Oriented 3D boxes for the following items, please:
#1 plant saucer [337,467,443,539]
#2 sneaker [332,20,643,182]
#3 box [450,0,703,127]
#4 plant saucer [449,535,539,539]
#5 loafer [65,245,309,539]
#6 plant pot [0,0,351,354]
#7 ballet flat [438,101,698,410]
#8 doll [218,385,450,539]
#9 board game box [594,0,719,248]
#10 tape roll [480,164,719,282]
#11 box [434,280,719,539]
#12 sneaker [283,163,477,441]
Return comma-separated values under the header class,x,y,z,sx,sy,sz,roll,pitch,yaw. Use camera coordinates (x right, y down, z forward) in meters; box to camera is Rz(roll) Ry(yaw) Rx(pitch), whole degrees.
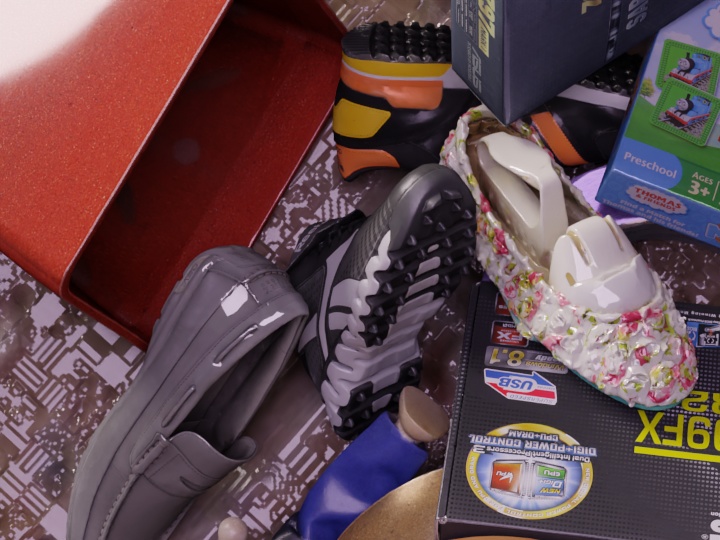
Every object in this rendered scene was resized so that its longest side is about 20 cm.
class,x,y,z,sx,sy,sz,roll,pitch,yaw
plant saucer,0.071,0.189,1.404,0.199,0.035,0.201,-2,114,-4
sneaker,0.082,-0.073,1.485,0.199,0.070,0.090,8,114,-4
box,0.116,-0.175,1.338,0.157,0.200,0.051,-32,62,-17
plant saucer,0.072,0.189,1.332,0.199,0.201,0.038,6,46,5
loafer,-0.089,0.084,1.440,0.070,0.070,0.201,38,113,32
plant pot,-0.141,-0.092,1.440,0.176,0.200,0.200,28,85,18
ballet flat,0.095,-0.012,1.373,0.075,0.064,0.200,-21,47,-25
doll,-0.009,0.158,1.430,0.136,0.048,0.200,38,109,-8
board game box,0.219,-0.096,1.440,0.151,0.037,0.201,21,59,0
tape roll,0.156,0.045,1.455,0.199,0.066,0.201,0,83,4
box,0.142,0.084,1.352,0.199,0.044,0.161,6,44,6
sneaker,0.000,0.000,1.421,0.066,0.200,0.091,-25,64,-28
